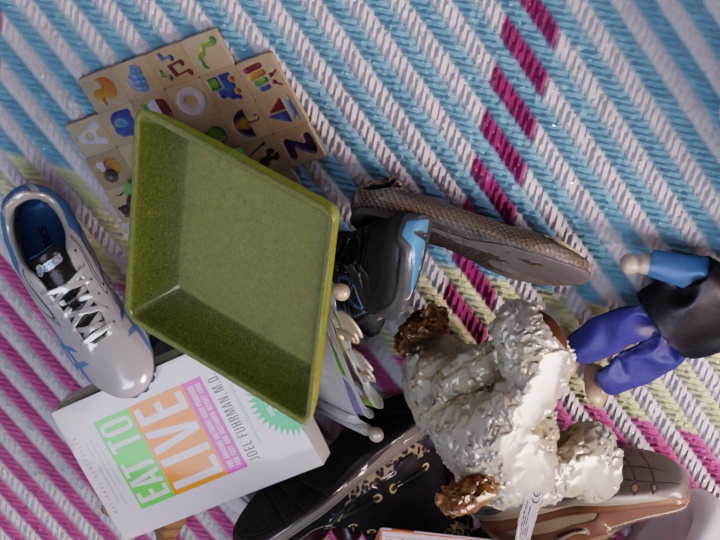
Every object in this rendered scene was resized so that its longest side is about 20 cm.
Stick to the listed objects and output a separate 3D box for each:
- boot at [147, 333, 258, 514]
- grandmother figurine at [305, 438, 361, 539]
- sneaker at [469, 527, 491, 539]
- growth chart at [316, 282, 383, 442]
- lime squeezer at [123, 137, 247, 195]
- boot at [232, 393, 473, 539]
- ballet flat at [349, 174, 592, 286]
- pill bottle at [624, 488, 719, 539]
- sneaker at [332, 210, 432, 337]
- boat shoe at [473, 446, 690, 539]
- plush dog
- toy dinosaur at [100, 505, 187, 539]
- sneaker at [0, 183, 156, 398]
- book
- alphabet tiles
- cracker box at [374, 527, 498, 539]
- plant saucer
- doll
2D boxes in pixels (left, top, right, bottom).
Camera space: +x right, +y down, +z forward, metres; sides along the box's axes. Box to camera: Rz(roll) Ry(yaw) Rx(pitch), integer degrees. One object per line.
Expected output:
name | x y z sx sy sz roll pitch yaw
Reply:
boot | -0.108 0.119 1.718 0.090 0.073 0.201 -26 107 25
grandmother figurine | -0.051 0.229 1.794 0.120 0.061 0.201 19 128 9
sneaker | 0.174 0.284 1.745 0.199 0.070 0.078 13 126 27
growth chart | -0.037 0.062 1.633 0.144 0.018 0.201 28 148 35
lime squeezer | -0.107 -0.064 1.586 0.199 0.038 0.071 22 95 28
boot | 0.000 0.216 1.719 0.200 0.073 0.151 -38 125 -14
ballet flat | 0.089 -0.033 1.583 0.198 0.047 0.067 16 157 1
pill bottle | 0.318 0.289 1.704 0.112 0.113 0.200 -33 111 32
sneaker | 0.000 0.000 1.565 0.081 0.074 0.200 22 157 -6
boat shoe | 0.191 0.200 1.702 0.199 0.076 0.072 -8 118 31
plush dog | 0.096 0.117 1.618 0.160 0.172 0.201 -37 122 -10
toy dinosaur | -0.179 0.218 1.822 0.105 0.061 0.201 17 127 1
sneaker | -0.237 0.019 1.642 0.072 0.072 0.201 -33 81 8
book | -0.141 0.133 1.679 0.199 0.048 0.134 -24 100 20
alphabet tiles | -0.134 -0.105 1.615 0.199 0.006 0.167 -17 119 25
cracker box | 0.102 0.263 1.638 0.198 0.058 0.134 7 157 -4
plant saucer | -0.092 -0.010 1.550 0.199 0.048 0.201 29 129 28
doll | 0.247 0.035 1.584 0.199 0.049 0.137 -31 113 31
